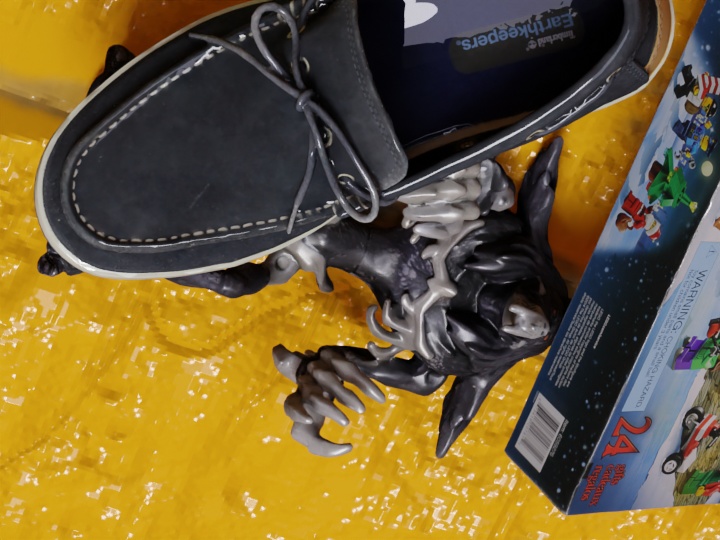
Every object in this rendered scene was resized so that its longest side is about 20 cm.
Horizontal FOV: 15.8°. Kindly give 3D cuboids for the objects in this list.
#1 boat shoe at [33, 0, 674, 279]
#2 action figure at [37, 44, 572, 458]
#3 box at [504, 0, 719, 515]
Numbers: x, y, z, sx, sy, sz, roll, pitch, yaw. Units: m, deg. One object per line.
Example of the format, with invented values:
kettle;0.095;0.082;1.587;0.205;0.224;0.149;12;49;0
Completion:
boat shoe;-0.005;-0.051;0.760;0.200;0.062;0.075;-18;91;6
action figure;0.000;0.000;0.847;0.200;0.102;0.119;17;104;-12
box;0.143;-0.013;0.851;0.136;0.038;0.200;0;123;-39
